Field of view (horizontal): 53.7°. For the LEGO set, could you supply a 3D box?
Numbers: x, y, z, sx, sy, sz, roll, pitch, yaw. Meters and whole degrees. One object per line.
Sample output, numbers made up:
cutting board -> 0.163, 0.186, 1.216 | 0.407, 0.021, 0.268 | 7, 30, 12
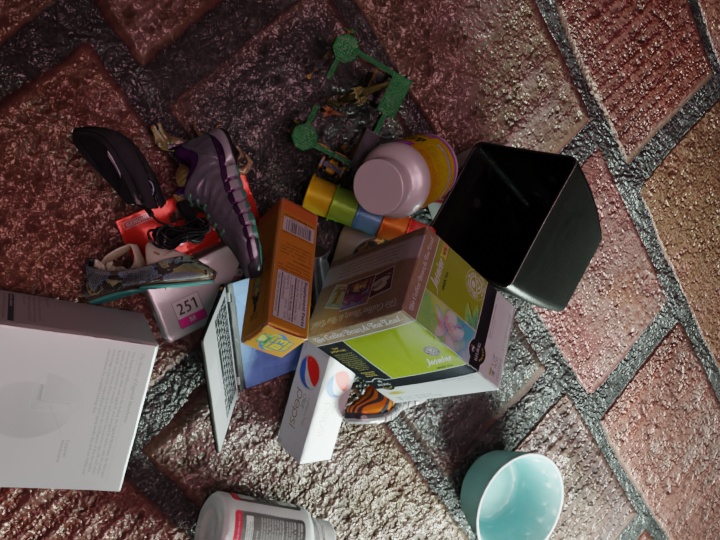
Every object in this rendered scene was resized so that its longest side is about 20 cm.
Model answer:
LEGO set -> -0.017, -0.240, 1.038 | 0.152, 0.116, 0.202 | 17, 104, -11

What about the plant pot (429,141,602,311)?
plant pot -> 0.241, -0.049, 1.064 | 0.177, 0.199, 0.201 | 34, 84, -39

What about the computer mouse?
computer mouse -> -0.267, -0.115, 0.907 | 0.046, 0.140, 0.201 | -42, 81, 15

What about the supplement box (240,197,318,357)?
supplement box -> -0.104, 0.007, 0.935 | 0.068, 0.066, 0.202 | 27, 49, -28

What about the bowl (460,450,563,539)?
bowl -> 0.260, 0.410, 1.290 | 0.198, 0.105, 0.204 | -5, 101, -28

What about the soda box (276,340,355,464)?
soda box -> -0.061, 0.183, 1.068 | 0.063, 0.068, 0.203 | 3, 108, -42

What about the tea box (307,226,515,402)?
tea box -> 0.067, 0.070, 0.970 | 0.196, 0.199, 0.135 | 38, 54, -28

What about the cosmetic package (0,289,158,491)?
cosmetic package -> -0.376, 0.148, 0.870 | 0.198, 0.123, 0.202 | 13, 100, -28

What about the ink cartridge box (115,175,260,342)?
ink cartridge box -> -0.212, -0.024, 0.988 | 0.198, 0.043, 0.176 | -27, 112, -23

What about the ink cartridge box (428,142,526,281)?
ink cartridge box -> 0.200, -0.092, 1.181 | 0.143, 0.083, 0.202 | -28, 110, -21

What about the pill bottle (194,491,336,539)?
pill bottle -> -0.139, 0.402, 1.064 | 0.198, 0.110, 0.112 | 21, 88, -30

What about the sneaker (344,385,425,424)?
sneaker -> 0.035, 0.171, 1.130 | 0.199, 0.077, 0.114 | -13, 97, -56

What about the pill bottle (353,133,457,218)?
pill bottle -> 0.063, -0.134, 1.009 | 0.200, 0.103, 0.106 | -33, 119, -61

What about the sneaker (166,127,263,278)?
sneaker -> -0.184, -0.078, 0.906 | 0.086, 0.074, 0.203 | -16, 77, -9

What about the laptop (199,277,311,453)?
laptop -> -0.136, 0.114, 0.987 | 0.114, 0.201, 0.190 | 1, 121, 3

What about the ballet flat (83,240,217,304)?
ballet flat -> -0.271, -0.003, 0.891 | 0.074, 0.197, 0.075 | -9, 90, -70

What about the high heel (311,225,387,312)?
high heel -> 0.000, 0.000, 1.111 | 0.199, 0.071, 0.144 | -27, 130, -32

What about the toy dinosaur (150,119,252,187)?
toy dinosaur -> -0.200, -0.133, 0.976 | 0.101, 0.058, 0.201 | -39, 105, -4

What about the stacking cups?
stacking cups -> 0.015, -0.083, 1.042 | 0.197, 0.061, 0.061 | 19, 90, -1
